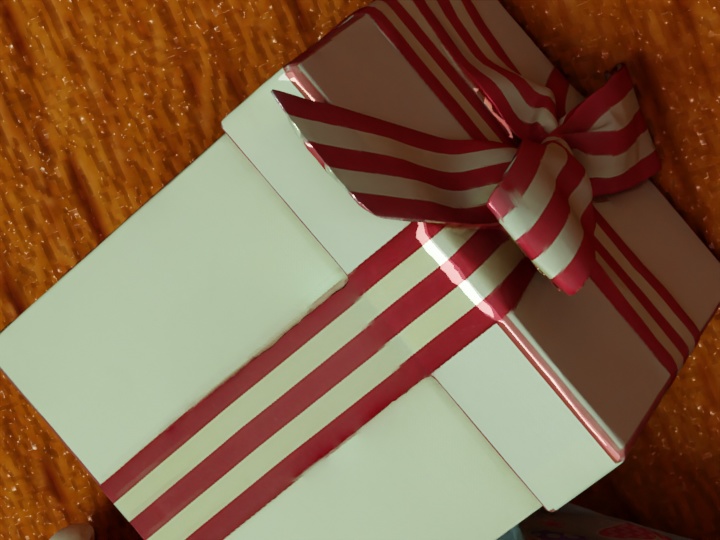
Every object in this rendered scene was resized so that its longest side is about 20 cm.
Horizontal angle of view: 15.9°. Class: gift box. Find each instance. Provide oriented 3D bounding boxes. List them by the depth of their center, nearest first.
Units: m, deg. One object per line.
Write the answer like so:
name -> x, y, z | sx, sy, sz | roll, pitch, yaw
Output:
gift box -> 0.000, 0.000, 0.876 | 0.187, 0.185, 0.200 | -38, 98, 28

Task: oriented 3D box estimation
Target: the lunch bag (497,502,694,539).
lunch bag -> 0.072, 0.178, 0.872 | 0.127, 0.200, 0.170 | 16, 100, -4

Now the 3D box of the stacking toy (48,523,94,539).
stacking toy -> -0.043, 0.187, 1.001 | 0.200, 0.146, 0.146 | 13, 112, -2
